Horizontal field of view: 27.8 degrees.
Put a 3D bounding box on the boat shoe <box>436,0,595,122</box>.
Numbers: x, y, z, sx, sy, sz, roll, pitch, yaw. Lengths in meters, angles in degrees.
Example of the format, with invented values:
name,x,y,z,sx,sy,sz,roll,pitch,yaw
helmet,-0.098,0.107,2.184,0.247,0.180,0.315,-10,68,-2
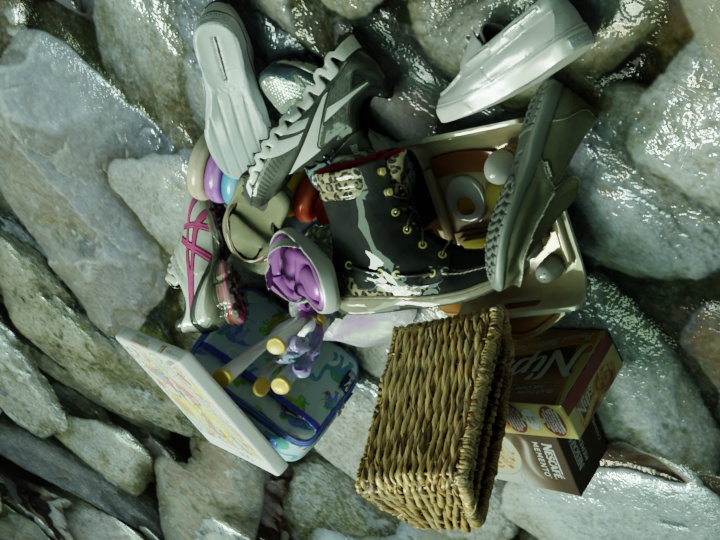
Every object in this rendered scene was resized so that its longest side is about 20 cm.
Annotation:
name,x,y,z,sx,sy,sz,roll,pitch,yaw
boat shoe,0.127,-0.193,1.316,0.200,0.072,0.069,-27,89,60

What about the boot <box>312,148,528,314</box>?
name,x,y,z,sx,sy,sz,roll,pitch,yaw
boot,0.052,-0.043,1.403,0.200,0.073,0.151,-9,104,27

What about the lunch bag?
name,x,y,z,sx,sy,sz,roll,pitch,yaw
lunch bag,-0.113,0.132,1.824,0.200,0.161,0.082,37,146,3

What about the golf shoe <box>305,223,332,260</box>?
name,x,y,z,sx,sy,sz,roll,pitch,yaw
golf shoe,0.000,0.000,1.560,0.097,0.078,0.200,29,164,-34

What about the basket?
name,x,y,z,sx,sy,sz,roll,pitch,yaw
basket,0.108,0.156,1.453,0.149,0.200,0.143,-14,140,42

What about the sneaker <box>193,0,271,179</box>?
name,x,y,z,sx,sy,sz,roll,pitch,yaw
sneaker,-0.131,-0.193,1.543,0.073,0.071,0.200,0,127,7

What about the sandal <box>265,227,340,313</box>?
name,x,y,z,sx,sy,sz,roll,pitch,yaw
sandal,-0.073,0.001,1.486,0.203,0.050,0.083,-168,66,-70

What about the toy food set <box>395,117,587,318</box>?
name,x,y,z,sx,sy,sz,roll,pitch,yaw
toy food set,0.127,-0.047,1.431,0.143,0.060,0.200,-9,107,35

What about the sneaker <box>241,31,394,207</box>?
name,x,y,z,sx,sy,sz,roll,pitch,yaw
sneaker,-0.039,-0.132,1.444,0.090,0.200,0.066,38,-169,5

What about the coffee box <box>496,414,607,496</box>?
name,x,y,z,sx,sy,sz,roll,pitch,yaw
coffee box,0.172,0.180,1.689,0.200,0.080,0.114,6,135,39

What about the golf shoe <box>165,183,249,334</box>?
name,x,y,z,sx,sy,sz,roll,pitch,yaw
golf shoe,-0.191,-0.021,1.698,0.092,0.200,0.073,-16,151,10

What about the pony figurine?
name,x,y,z,sx,sy,sz,roll,pitch,yaw
pony figurine,-0.061,0.059,1.695,0.193,0.200,0.167,-32,102,39

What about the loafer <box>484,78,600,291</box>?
name,x,y,z,sx,sy,sz,roll,pitch,yaw
loafer,0.168,-0.072,1.328,0.070,0.200,0.075,18,-176,-5

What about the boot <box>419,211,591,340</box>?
name,x,y,z,sx,sy,sz,roll,pitch,yaw
boot,0.135,-0.006,1.528,0.155,0.077,0.200,53,151,-13

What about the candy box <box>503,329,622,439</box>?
name,x,y,z,sx,sy,sz,roll,pitch,yaw
candy box,0.171,0.119,1.587,0.200,0.115,0.055,1,132,42

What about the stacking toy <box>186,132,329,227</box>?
name,x,y,z,sx,sy,sz,roll,pitch,yaw
stacking toy,-0.090,-0.094,1.621,0.200,0.085,0.085,18,141,18

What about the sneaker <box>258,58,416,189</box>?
name,x,y,z,sx,sy,sz,roll,pitch,yaw
sneaker,-0.032,-0.135,1.505,0.200,0.086,0.078,42,145,-6

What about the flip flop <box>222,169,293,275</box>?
name,x,y,z,sx,sy,sz,roll,pitch,yaw
flip flop,-0.116,-0.043,1.591,0.081,0.058,0.200,21,155,-1

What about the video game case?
name,x,y,z,sx,sy,sz,roll,pitch,yaw
video game case,-0.191,0.155,1.735,0.200,0.023,0.182,53,159,-27
